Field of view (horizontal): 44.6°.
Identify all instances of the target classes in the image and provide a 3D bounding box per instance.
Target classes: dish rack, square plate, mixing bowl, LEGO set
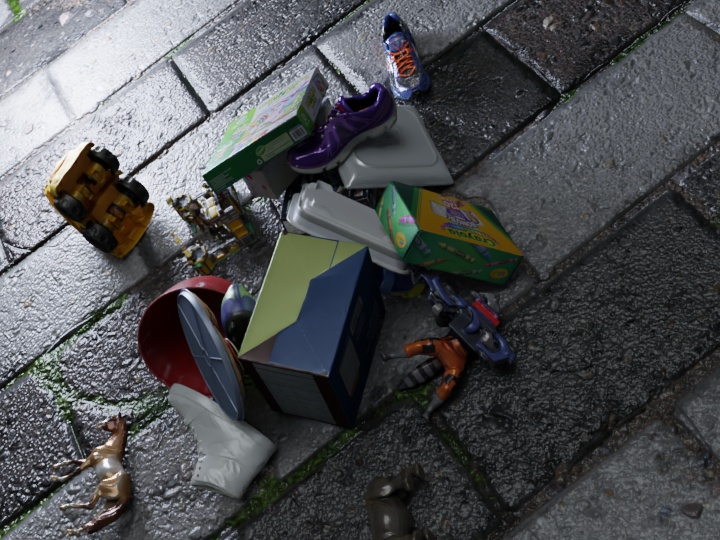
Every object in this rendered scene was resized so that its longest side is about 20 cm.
[{"bbox_3d":[-0.009,-0.073,1.313,0.172,0.196,0.044,-87,21,-68],"label":"dish rack"},{"bbox_3d":[0.040,-0.216,1.466,0.196,0.029,0.201,-4,50,-23],"label":"square plate"},{"bbox_3d":[-0.240,0.085,1.375,0.196,0.203,0.109,-17,29,11],"label":"mixing bowl"},{"bbox_3d":[-0.273,-0.107,1.534,0.151,0.116,0.203,-21,53,9],"label":"LEGO set"}]

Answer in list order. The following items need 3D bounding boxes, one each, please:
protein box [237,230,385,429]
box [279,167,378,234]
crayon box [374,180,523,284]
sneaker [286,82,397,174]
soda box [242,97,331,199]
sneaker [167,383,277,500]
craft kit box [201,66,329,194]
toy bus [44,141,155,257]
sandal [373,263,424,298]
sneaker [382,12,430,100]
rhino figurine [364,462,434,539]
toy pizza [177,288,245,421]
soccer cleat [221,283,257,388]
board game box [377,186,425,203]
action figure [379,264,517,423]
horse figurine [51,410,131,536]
[{"bbox_3d":[-0.061,0.089,1.259,0.132,0.201,0.202,10,63,15],"label":"protein box"},{"bbox_3d":[-0.046,-0.151,1.484,0.155,0.046,0.202,-12,41,16],"label":"box"},{"bbox_3d":[0.129,-0.054,1.282,0.059,0.197,0.120,-58,38,28],"label":"crayon box"},{"bbox_3d":[-0.037,-0.232,1.389,0.198,0.084,0.081,-35,52,-2],"label":"sneaker"},{"bbox_3d":[-0.120,-0.213,1.507,0.067,0.064,0.201,12,53,39],"label":"soda box"},{"bbox_3d":[-0.234,0.258,1.305,0.197,0.074,0.117,27,71,23],"label":"sneaker"},{"bbox_3d":[-0.152,-0.232,1.437,0.197,0.049,0.199,-28,23,23],"label":"craft kit box"},{"bbox_3d":[-0.508,-0.140,1.612,0.189,0.201,0.137,16,65,38],"label":"toy bus"},{"bbox_3d":[0.000,0.000,1.364,0.196,0.087,0.082,0,87,26],"label":"sandal"},{"bbox_3d":[0.072,-0.389,1.595,0.074,0.079,0.203,-23,53,7],"label":"sneaker"},{"bbox_3d":[0.049,0.357,1.142,0.086,0.059,0.204,-27,51,29],"label":"rhino figurine"},{"bbox_3d":[-0.203,0.117,1.238,0.031,0.203,0.201,-24,49,-22],"label":"toy pizza"},{"bbox_3d":[-0.169,0.101,1.287,0.063,0.202,0.085,-8,50,-9],"label":"soccer cleat"},{"bbox_3d":[0.027,-0.085,1.444,0.155,0.039,0.203,7,63,26],"label":"board game box"},{"bbox_3d":[0.118,0.088,1.263,0.192,0.105,0.201,-36,77,-9],"label":"action figure"},{"bbox_3d":[-0.403,0.324,1.352,0.130,0.051,0.201,-22,43,-13],"label":"horse figurine"}]
